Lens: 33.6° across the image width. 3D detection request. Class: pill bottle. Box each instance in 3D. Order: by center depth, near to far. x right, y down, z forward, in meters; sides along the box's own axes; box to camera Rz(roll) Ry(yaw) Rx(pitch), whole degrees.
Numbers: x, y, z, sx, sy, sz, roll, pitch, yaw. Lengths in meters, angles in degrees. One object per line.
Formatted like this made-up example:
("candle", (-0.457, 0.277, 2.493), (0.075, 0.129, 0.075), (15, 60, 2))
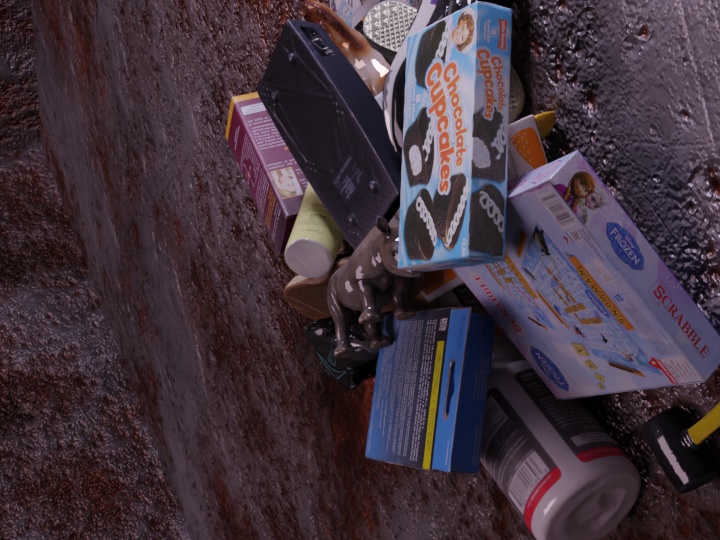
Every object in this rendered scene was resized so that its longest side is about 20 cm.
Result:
("pill bottle", (0.163, 0.155, 1.119), (0.200, 0.110, 0.111), (54, 150, 43))

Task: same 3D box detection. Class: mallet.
("mallet", (0.284, 0.113, 0.903), (0.066, 0.041, 0.200), (68, 153, 18))

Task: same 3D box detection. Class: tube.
("tube", (-0.033, -0.073, 1.261), (0.058, 0.200, 0.052), (42, 127, -18))

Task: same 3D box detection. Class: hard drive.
("hard drive", (-0.023, -0.130, 1.135), (0.201, 0.042, 0.135), (58, 151, 14))

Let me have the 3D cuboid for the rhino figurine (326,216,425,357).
("rhino figurine", (0.017, 0.006, 1.099), (0.200, 0.059, 0.088), (128, 137, -58))

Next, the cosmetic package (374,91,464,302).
("cosmetic package", (0.052, -0.075, 1.213), (0.200, 0.071, 0.101), (53, 157, 1))

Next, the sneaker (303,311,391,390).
("sneaker", (-0.001, 0.085, 1.281), (0.080, 0.075, 0.200), (67, 167, -7))

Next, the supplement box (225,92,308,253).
("supplement box", (-0.088, -0.135, 1.548), (0.086, 0.110, 0.201), (110, 140, -56))

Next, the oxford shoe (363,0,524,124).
("oxford shoe", (0.084, -0.196, 1.144), (0.200, 0.075, 0.058), (38, 178, 32))

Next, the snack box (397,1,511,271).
("snack box", (0.075, -0.103, 0.964), (0.116, 0.037, 0.201), (-9, 77, 63))

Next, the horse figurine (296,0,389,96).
("horse figurine", (0.012, -0.201, 1.268), (0.200, 0.050, 0.133), (49, 167, 14))

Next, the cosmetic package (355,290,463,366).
("cosmetic package", (0.079, 0.099, 1.301), (0.200, 0.103, 0.088), (56, 152, 37))

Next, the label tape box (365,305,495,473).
("label tape box", (0.076, 0.111, 1.094), (0.200, 0.063, 0.145), (170, 109, -69))

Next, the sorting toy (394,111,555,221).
("sorting toy", (0.140, -0.035, 1.086), (0.200, 0.107, 0.181), (-19, 96, 63))

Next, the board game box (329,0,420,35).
("board game box", (0.019, -0.293, 1.285), (0.200, 0.034, 0.127), (31, 133, 60))

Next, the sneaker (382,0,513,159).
("sneaker", (0.084, -0.189, 1.050), (0.087, 0.076, 0.201), (10, 82, 51))

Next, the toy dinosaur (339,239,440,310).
("toy dinosaur", (0.051, 0.006, 1.299), (0.200, 0.106, 0.060), (34, 179, 34))

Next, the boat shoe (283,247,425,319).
("boat shoe", (0.000, 0.000, 1.244), (0.072, 0.072, 0.200), (46, 146, -20))

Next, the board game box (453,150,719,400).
("board game box", (0.170, 0.014, 0.977), (0.200, 0.041, 0.199), (51, 154, -9))
